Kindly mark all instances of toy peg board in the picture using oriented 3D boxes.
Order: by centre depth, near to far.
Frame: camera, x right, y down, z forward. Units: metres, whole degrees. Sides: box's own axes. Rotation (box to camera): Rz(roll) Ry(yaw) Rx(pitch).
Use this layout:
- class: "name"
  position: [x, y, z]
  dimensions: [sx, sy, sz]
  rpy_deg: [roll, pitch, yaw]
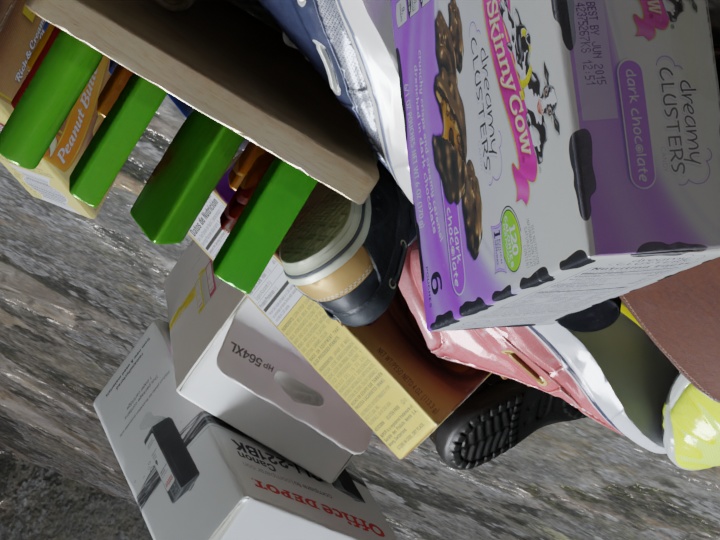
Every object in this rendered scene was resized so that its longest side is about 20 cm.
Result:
- class: "toy peg board"
  position: [-0.105, -0.090, 1.181]
  dimensions: [0.199, 0.098, 0.199]
  rpy_deg: [30, -165, -15]

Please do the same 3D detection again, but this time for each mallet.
- class: "mallet"
  position: [0.171, 0.026, 1.239]
  dimensions: [0.041, 0.066, 0.199]
  rpy_deg: [-24, 145, 32]

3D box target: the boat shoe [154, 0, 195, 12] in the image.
- class: "boat shoe"
  position: [-0.105, -0.194, 1.063]
  dimensions: [0.072, 0.065, 0.200]
  rpy_deg: [21, 164, 17]

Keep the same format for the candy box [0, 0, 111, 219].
- class: "candy box"
  position: [-0.192, -0.128, 1.328]
  dimensions: [0.055, 0.116, 0.200]
  rpy_deg: [19, 164, 21]

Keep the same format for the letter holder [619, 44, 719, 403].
- class: "letter holder"
  position: [0.163, -0.016, 1.092]
  dimensions: [0.141, 0.101, 0.200]
  rpy_deg: [0, 152, 30]

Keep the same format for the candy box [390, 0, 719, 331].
- class: "candy box"
  position: [0.082, -0.072, 0.948]
  dimensions: [0.071, 0.170, 0.200]
  rpy_deg: [-3, 171, -18]

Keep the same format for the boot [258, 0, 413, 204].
- class: "boot"
  position: [0.003, -0.116, 1.114]
  dimensions: [0.090, 0.073, 0.201]
  rpy_deg: [22, 146, 37]

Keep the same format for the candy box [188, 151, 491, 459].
- class: "candy box"
  position: [0.000, 0.000, 1.311]
  dimensions: [0.200, 0.117, 0.056]
  rpy_deg: [47, 143, 3]

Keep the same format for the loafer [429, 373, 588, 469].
- class: "loafer"
  position: [0.113, 0.058, 1.401]
  dimensions: [0.071, 0.199, 0.073]
  rpy_deg: [42, 135, 32]

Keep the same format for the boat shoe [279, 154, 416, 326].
- class: "boat shoe"
  position: [-0.003, -0.034, 1.234]
  dimensions: [0.074, 0.201, 0.062]
  rpy_deg: [-30, 113, 20]

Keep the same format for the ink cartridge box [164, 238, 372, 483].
- class: "ink cartridge box"
  position: [-0.041, 0.031, 1.434]
  dimensions: [0.128, 0.126, 0.200]
  rpy_deg: [31, -164, -20]

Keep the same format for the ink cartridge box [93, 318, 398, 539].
- class: "ink cartridge box"
  position: [-0.076, 0.140, 1.440]
  dimensions: [0.144, 0.084, 0.200]
  rpy_deg: [26, -160, -36]

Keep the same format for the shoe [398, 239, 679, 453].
- class: "shoe"
  position: [0.108, 0.039, 1.262]
  dimensions: [0.091, 0.072, 0.200]
  rpy_deg: [-15, 131, 47]

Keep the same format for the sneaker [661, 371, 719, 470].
- class: "sneaker"
  position: [0.243, 0.067, 1.185]
  dimensions: [0.075, 0.077, 0.200]
  rpy_deg: [24, 137, -33]
